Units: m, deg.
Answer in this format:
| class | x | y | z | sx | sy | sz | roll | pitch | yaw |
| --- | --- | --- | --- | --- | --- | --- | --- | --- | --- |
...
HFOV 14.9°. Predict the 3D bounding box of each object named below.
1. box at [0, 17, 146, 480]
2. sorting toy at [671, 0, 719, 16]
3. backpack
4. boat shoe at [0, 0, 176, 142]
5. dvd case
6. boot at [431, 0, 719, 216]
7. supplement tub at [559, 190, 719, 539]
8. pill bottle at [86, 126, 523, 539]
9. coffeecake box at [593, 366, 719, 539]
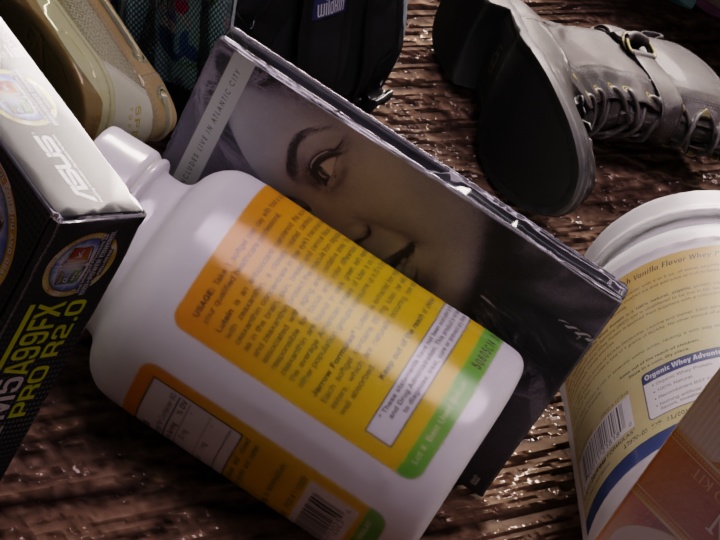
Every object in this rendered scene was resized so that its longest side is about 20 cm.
| class | x | y | z | sx | sy | sz | roll | pitch | yaw |
| --- | --- | --- | --- | --- | --- | --- | --- | --- | --- |
| box | -0.179 | -0.030 | 1.056 | 0.044 | 0.161 | 0.200 | -7 | 49 | -44 |
| sorting toy | 0.198 | -0.228 | 1.719 | 0.179 | 0.107 | 0.200 | 26 | 28 | 9 |
| backpack | -0.051 | -0.181 | 1.343 | 0.150 | 0.201 | 0.177 | 22 | 28 | 23 |
| boat shoe | -0.156 | -0.137 | 1.307 | 0.063 | 0.073 | 0.201 | -7 | 52 | -41 |
| dvd case | 0.000 | 0.000 | 1.184 | 0.200 | 0.149 | 0.016 | 34 | 46 | 3 |
| boot | 0.142 | -0.090 | 1.506 | 0.173 | 0.069 | 0.200 | 12 | 35 | -28 |
| supplement tub | 0.163 | 0.070 | 1.231 | 0.144 | 0.145 | 0.200 | 21 | 33 | -17 |
| pill bottle | -0.042 | 0.028 | 1.142 | 0.200 | 0.111 | 0.111 | 34 | 31 | 2 |
| coffeecake box | 0.159 | 0.149 | 1.065 | 0.153 | 0.200 | 0.073 | 43 | 33 | 19 |
